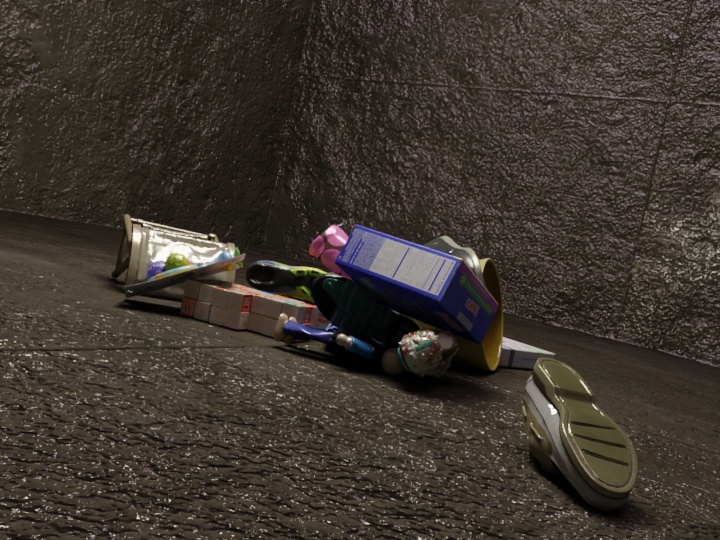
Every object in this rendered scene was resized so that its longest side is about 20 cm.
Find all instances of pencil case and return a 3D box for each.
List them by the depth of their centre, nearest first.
[{"bbox_3d":[0.000,0.000,1.349,0.200,0.091,0.094,42,-14,15],"label":"pencil case"}]

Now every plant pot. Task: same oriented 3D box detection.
[{"bbox_3d":[0.173,0.081,1.317,0.141,0.202,0.200,-2,-3,22],"label":"plant pot"}]

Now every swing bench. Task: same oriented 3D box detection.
[{"bbox_3d":[-0.362,-0.019,1.398,0.197,0.131,0.200,12,3,-28],"label":"swing bench"}]

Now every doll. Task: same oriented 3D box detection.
[{"bbox_3d":[-0.023,0.110,1.070,0.198,0.049,0.136,14,-7,18],"label":"doll"}]

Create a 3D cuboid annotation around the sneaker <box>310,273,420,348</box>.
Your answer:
[{"bbox_3d":[-0.001,0.069,1.150,0.199,0.075,0.087,33,-4,-17],"label":"sneaker"}]

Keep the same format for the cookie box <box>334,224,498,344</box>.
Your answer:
[{"bbox_3d":[0.087,0.022,1.091,0.199,0.076,0.171,21,-14,36],"label":"cookie box"}]

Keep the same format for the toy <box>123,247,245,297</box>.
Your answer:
[{"bbox_3d":[-0.296,-0.006,1.198,0.198,0.048,0.115,-13,-8,-17],"label":"toy"}]

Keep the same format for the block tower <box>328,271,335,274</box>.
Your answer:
[{"bbox_3d":[-0.061,0.042,1.550,0.054,0.058,0.199,23,-23,-26],"label":"block tower"}]

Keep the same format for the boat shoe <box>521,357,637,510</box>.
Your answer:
[{"bbox_3d":[0.208,0.168,0.704,0.074,0.069,0.200,17,23,-8],"label":"boat shoe"}]

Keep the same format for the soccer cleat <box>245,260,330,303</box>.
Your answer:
[{"bbox_3d":[-0.117,0.022,1.356,0.198,0.065,0.084,13,0,2],"label":"soccer cleat"}]

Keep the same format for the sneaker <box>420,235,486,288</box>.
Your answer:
[{"bbox_3d":[0.132,0.005,1.202,0.105,0.075,0.200,-19,18,-9],"label":"sneaker"}]

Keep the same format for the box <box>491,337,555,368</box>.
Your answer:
[{"bbox_3d":[0.282,0.165,1.489,0.199,0.042,0.155,12,2,-39],"label":"box"}]

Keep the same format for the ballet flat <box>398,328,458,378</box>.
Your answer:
[{"bbox_3d":[0.109,0.116,1.042,0.064,0.076,0.200,-30,-9,12],"label":"ballet flat"}]

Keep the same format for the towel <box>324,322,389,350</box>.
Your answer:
[{"bbox_3d":[0.020,0.102,1.232,0.144,0.024,0.200,22,12,2],"label":"towel"}]

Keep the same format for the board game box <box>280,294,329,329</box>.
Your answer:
[{"bbox_3d":[-0.087,0.082,1.423,0.150,0.047,0.200,13,2,-2],"label":"board game box"}]

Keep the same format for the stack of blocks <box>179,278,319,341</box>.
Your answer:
[{"bbox_3d":[-0.182,0.065,1.191,0.198,0.059,0.115,13,3,21],"label":"stack of blocks"}]
